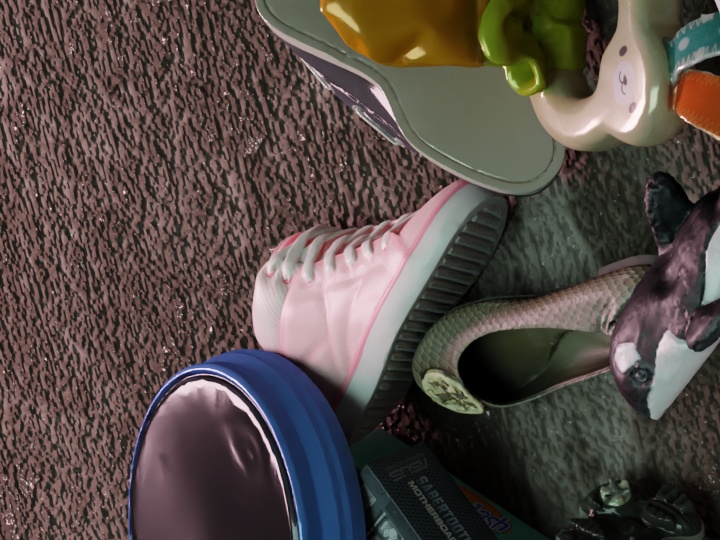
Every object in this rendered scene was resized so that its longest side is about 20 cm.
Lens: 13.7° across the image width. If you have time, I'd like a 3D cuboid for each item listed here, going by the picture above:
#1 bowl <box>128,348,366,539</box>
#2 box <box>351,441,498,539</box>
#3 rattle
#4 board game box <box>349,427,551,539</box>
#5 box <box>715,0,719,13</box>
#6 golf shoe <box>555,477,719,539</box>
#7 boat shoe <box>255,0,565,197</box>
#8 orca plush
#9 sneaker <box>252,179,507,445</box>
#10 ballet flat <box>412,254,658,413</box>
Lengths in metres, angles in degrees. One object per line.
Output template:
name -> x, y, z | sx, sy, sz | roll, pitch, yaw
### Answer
bowl -> -0.067, 0.145, 1.651 | 0.200, 0.039, 0.201 | 8, 99, 56
box -> 0.021, 0.214, 1.637 | 0.158, 0.051, 0.200 | 53, 136, 20
rattle -> 0.092, -0.110, 1.398 | 0.130, 0.143, 0.200 | -61, 31, 17
board game box -> 0.037, 0.211, 1.692 | 0.152, 0.045, 0.200 | 33, 128, 33
box -> 0.291, -0.097, 1.188 | 0.200, 0.199, 0.172 | -23, 90, 49
golf shoe -> 0.191, 0.173, 1.515 | 0.200, 0.077, 0.088 | 24, 143, 40
boat shoe -> 0.032, -0.099, 1.571 | 0.200, 0.073, 0.063 | 36, 173, 23
orca plush -> 0.164, -0.022, 1.408 | 0.071, 0.105, 0.200 | 35, 132, 3
sneaker -> 0.000, 0.000, 1.616 | 0.105, 0.075, 0.200 | 45, 138, 15
ballet flat -> 0.096, 0.042, 1.544 | 0.067, 0.046, 0.200 | 35, 144, -29
